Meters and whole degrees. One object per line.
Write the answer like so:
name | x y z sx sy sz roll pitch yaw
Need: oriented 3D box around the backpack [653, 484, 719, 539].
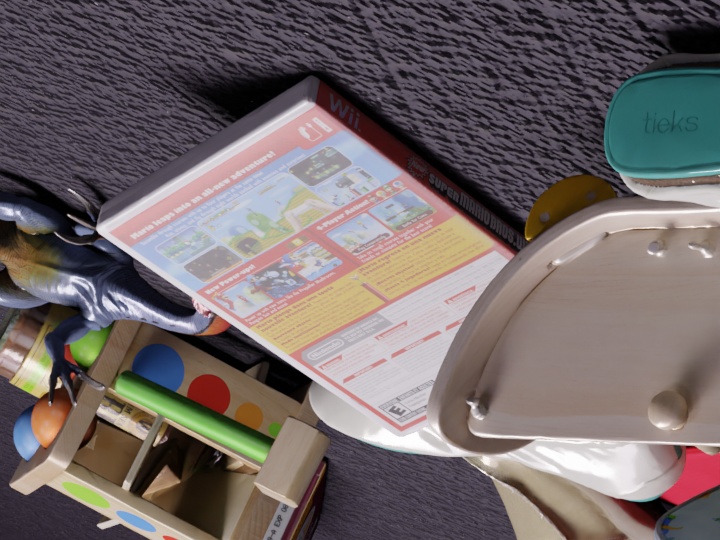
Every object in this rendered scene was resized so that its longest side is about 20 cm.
backpack | 0.203 0.158 0.960 0.200 0.147 0.183 -17 -146 -43

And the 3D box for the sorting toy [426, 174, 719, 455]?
sorting toy | 0.161 0.036 0.988 0.200 0.107 0.180 0 164 35

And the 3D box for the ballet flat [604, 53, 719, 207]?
ballet flat | 0.162 -0.042 0.807 0.069 0.069 0.200 35 166 -30

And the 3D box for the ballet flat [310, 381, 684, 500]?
ballet flat | 0.066 0.060 1.247 0.200 0.069 0.069 13 161 22

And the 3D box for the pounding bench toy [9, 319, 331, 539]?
pounding bench toy | -0.116 0.093 1.523 0.156 0.124 0.200 30 160 -11

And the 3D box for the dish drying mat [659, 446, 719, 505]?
dish drying mat | 0.187 0.101 1.279 0.077 0.018 0.200 29 164 -13

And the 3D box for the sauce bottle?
sauce bottle | -0.148 0.082 1.656 0.200 0.065 0.065 27 164 -10

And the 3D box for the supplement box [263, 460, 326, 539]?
supplement box | -0.085 0.190 1.810 0.086 0.110 0.200 24 165 5

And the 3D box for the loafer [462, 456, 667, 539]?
loafer | 0.109 0.131 1.365 0.200 0.068 0.076 37 -171 -37

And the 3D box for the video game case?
video game case | 0.000 0.000 1.137 0.200 0.017 0.143 36 134 -30

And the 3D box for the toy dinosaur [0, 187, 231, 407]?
toy dinosaur | -0.158 -0.012 1.419 0.181 0.105 0.200 15 -157 -8
